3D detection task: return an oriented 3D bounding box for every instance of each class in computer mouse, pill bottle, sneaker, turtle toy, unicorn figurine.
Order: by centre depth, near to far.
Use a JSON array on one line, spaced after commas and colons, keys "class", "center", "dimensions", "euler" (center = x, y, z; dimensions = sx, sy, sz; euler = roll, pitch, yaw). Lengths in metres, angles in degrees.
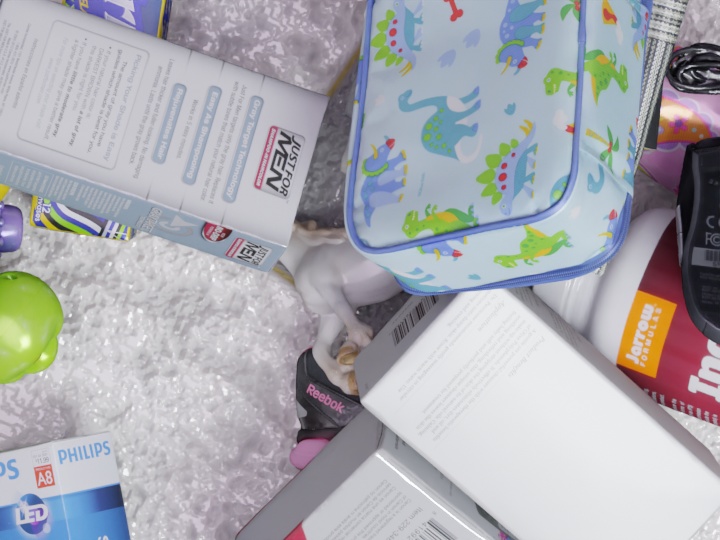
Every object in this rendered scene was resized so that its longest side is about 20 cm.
[{"class": "computer mouse", "center": [0.244, -0.035, 1.477], "dimensions": [0.139, 0.046, 0.201], "euler": [2, 61, -6]}, {"class": "pill bottle", "center": [0.206, 0.031, 1.531], "dimensions": [0.199, 0.113, 0.114], "euler": [19, 93, 17]}, {"class": "turtle toy", "center": [-0.257, -0.010, 1.558], "dimensions": [0.146, 0.101, 0.200], "euler": [-48, 59, 4]}, {"class": "unicorn figurine", "center": [0.000, 0.000, 1.559], "dimensions": [0.198, 0.074, 0.138], "euler": [-11, 50, -5]}, {"class": "sneaker", "center": [0.050, 0.069, 1.576], "dimensions": [0.198, 0.079, 0.096], "euler": [-8, 80, 2]}]

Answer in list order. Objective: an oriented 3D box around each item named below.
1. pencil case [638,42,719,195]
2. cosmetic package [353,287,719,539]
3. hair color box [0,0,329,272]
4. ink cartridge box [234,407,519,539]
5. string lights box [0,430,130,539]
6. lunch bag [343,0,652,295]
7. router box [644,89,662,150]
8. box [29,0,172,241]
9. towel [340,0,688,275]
[{"class": "pencil case", "center": [0.241, -0.065, 1.553], "dimensions": [0.199, 0.087, 0.088], "euler": [29, 93, 1]}, {"class": "cosmetic package", "center": [0.103, 0.090, 1.472], "dimensions": [0.200, 0.085, 0.108], "euler": [42, 98, -13]}, {"class": "hair color box", "center": [-0.128, -0.081, 1.500], "dimensions": [0.199, 0.061, 0.100], "euler": [18, 71, -8]}, {"class": "ink cartridge box", "center": [0.039, 0.192, 1.530], "dimensions": [0.200, 0.086, 0.148], "euler": [40, 111, -15]}, {"class": "string lights box", "center": [-0.187, 0.206, 1.569], "dimensions": [0.102, 0.059, 0.202], "euler": [-14, 87, 35]}, {"class": "lunch bag", "center": [0.071, -0.090, 1.401], "dimensions": [0.160, 0.082, 0.201], "euler": [-12, 59, 31]}, {"class": "router box", "center": [0.106, -0.175, 1.527], "dimensions": [0.156, 0.052, 0.202], "euler": [4, 88, 35]}, {"class": "box", "center": [-0.154, -0.122, 1.576], "dimensions": [0.064, 0.070, 0.202], "euler": [8, 93, -1]}, {"class": "towel", "center": [0.083, -0.116, 1.484], "dimensions": [0.199, 0.034, 0.194], "euler": [21, 97, 35]}]
